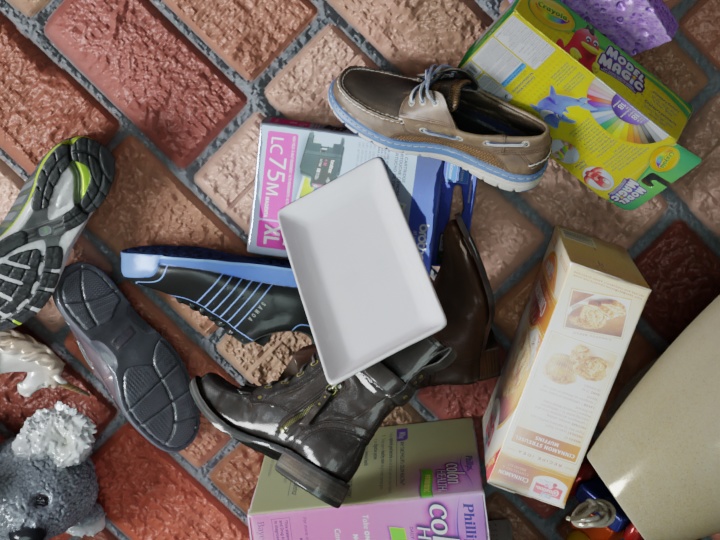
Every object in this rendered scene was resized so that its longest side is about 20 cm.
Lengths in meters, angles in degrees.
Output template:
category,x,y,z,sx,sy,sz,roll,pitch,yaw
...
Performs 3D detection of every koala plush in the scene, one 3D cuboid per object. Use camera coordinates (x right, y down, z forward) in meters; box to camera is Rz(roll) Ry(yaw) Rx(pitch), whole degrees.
category,x,y,z,sx,sy,sz,roll,pitch,yaw
koala plush,-0.332,0.200,1.221,0.199,0.184,0.178,-10,127,-11

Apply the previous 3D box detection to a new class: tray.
category,x,y,z,sx,sy,sz,roll,pitch,yaw
tray,0.000,0.000,1.115,0.107,0.201,0.022,-28,138,10

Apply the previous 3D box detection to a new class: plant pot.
category,x,y,z,sx,sy,sz,roll,pitch,yaw
plant pot,0.291,0.131,1.089,0.199,0.187,0.188,-36,100,4

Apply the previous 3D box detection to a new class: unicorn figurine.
category,x,y,z,sx,sy,sz,roll,pitch,yaw
unicorn figurine,-0.358,0.066,1.220,0.137,0.074,0.201,-29,96,-2

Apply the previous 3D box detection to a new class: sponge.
category,x,y,z,sx,sy,sz,roll,pitch,yaw
sponge,0.164,-0.252,1.100,0.111,0.030,0.200,-17,121,40

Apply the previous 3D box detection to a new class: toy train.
category,x,y,z,sx,sy,sz,roll,pitch,yaw
toy train,0.200,0.238,1.192,0.085,0.199,0.116,38,115,28

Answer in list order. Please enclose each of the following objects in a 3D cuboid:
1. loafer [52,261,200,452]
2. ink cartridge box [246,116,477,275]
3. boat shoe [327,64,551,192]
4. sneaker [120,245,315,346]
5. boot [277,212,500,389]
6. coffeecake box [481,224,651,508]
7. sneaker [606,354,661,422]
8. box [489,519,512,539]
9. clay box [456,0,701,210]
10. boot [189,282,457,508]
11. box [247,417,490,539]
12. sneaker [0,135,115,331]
category,x,y,z,sx,sy,sz,roll,pitch,yaw
loafer,-0.216,0.077,1.237,0.072,0.063,0.201,-38,106,-20
ink cartridge box,0.003,-0.064,1.197,0.198,0.042,0.120,7,104,-1
boat shoe,0.070,-0.138,1.141,0.199,0.073,0.073,19,144,3
sneaker,-0.119,0.025,1.206,0.198,0.070,0.079,8,99,0
boot,0.017,0.052,1.179,0.199,0.064,0.187,-14,124,-2
coffeecake box,0.172,0.078,1.165,0.073,0.154,0.201,18,104,-1
sneaker,0.319,0.099,1.207,0.200,0.074,0.082,-36,95,10
box,0.052,0.351,1.249,0.197,0.131,0.202,-4,104,3
clay box,0.187,-0.141,1.134,0.200,0.115,0.048,36,59,-8
boot,-0.033,0.085,1.130,0.199,0.069,0.175,30,85,31
box,0.012,0.215,1.193,0.198,0.176,0.097,-7,103,3
sneaker,-0.284,-0.034,1.188,0.074,0.081,0.200,36,94,-20
